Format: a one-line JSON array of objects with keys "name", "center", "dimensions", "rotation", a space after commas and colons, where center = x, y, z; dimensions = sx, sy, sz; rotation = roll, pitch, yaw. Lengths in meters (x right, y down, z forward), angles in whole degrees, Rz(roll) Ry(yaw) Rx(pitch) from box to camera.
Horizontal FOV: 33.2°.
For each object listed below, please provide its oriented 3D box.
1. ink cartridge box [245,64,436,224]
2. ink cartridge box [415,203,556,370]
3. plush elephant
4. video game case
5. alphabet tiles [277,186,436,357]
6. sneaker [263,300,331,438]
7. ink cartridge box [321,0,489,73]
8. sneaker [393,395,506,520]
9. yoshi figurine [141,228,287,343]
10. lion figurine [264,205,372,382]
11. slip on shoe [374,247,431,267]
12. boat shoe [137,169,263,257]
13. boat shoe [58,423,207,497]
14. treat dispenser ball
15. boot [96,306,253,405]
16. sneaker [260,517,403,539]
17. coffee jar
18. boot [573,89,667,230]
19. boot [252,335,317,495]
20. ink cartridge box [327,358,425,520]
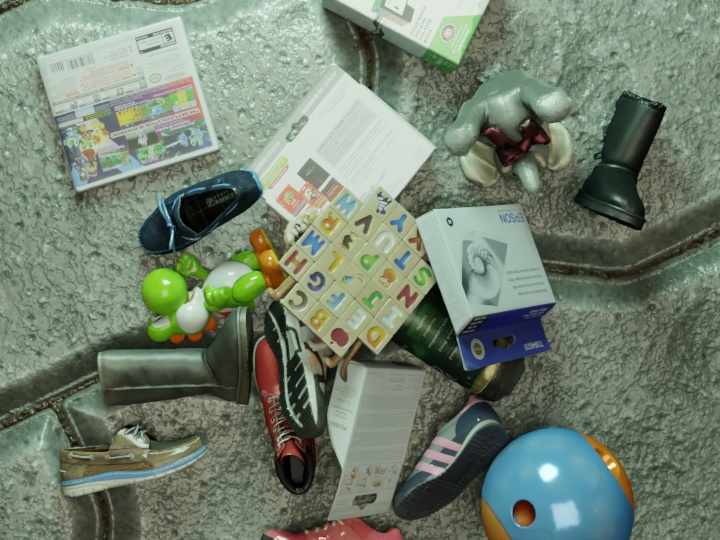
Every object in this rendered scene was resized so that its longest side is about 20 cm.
[{"name": "ink cartridge box", "center": [-0.031, -0.139, 1.586], "dimensions": [0.175, 0.084, 0.200], "rotation": [40, 90, -4]}, {"name": "ink cartridge box", "center": [0.172, 0.015, 1.548], "dimensions": [0.040, 0.199, 0.202], "rotation": [-25, 79, 40]}, {"name": "plush elephant", "center": [0.202, -0.170, 1.574], "dimensions": [0.163, 0.201, 0.156], "rotation": [-21, 117, 10]}, {"name": "video game case", "center": [-0.305, -0.218, 1.594], "dimensions": [0.198, 0.023, 0.184], "rotation": [-17, 94, -4]}, {"name": "alphabet tiles", "center": [0.000, 0.000, 1.488], "dimensions": [0.166, 0.006, 0.200], "rotation": [43, 70, -7]}, {"name": "sneaker", "center": [-0.064, 0.123, 1.551], "dimensions": [0.079, 0.074, 0.201], "rotation": [11, 49, -32]}, {"name": "ink cartridge box", "center": [0.066, -0.372, 1.579], "dimensions": [0.199, 0.084, 0.147], "rotation": [26, 91, -5]}, {"name": "sneaker", "center": [0.114, 0.254, 1.635], "dimensions": [0.070, 0.082, 0.200], "rotation": [33, 111, -34]}, {"name": "yoshi figurine", "center": [-0.203, 0.016, 1.579], "dimensions": [0.199, 0.112, 0.113], "rotation": [-30, 79, 1]}, {"name": "lion figurine", "center": [-0.040, 0.027, 1.510], "dimensions": [0.122, 0.072, 0.201], "rotation": [-38, 88, -7]}, {"name": "slip on shoe", "center": [0.077, -0.017, 1.582], "dimensions": [0.199, 0.076, 0.061], "rotation": [-13, 119, -37]}, {"name": "boat shoe", "center": [-0.219, -0.078, 1.548], "dimensions": [0.199, 0.069, 0.085], "rotation": [-33, 91, 29]}, {"name": "boat shoe", "center": [-0.303, 0.242, 1.595], "dimensions": [0.198, 0.072, 0.073], "rotation": [-15, 93, -3]}, {"name": "treat dispenser ball", "center": [0.255, 0.307, 1.572], "dimensions": [0.199, 0.201, 0.203], "rotation": [0, 93, -4]}, {"name": "boot", "center": [-0.240, 0.113, 1.566], "dimensions": [0.198, 0.073, 0.183], "rotation": [7, 130, -2]}, {"name": "sneaker", "center": [-0.035, 0.364, 1.632], "dimensions": [0.198, 0.074, 0.088], "rotation": [15, 79, -9]}, {"name": "coffee jar", "center": [0.120, 0.094, 1.600], "dimensions": [0.199, 0.104, 0.086], "rotation": [32, 86, -4]}, {"name": "boot", "center": [0.347, -0.144, 1.561], "dimensions": [0.073, 0.198, 0.164], "rotation": [24, 98, -8]}, {"name": "boot", "center": [-0.096, 0.184, 1.570], "dimensions": [0.072, 0.144, 0.202], "rotation": [-13, 92, -1]}, {"name": "ink cartridge box", "center": [0.008, 0.218, 1.576], "dimensions": [0.047, 0.160, 0.202], "rotation": [16, 93, 31]}]
